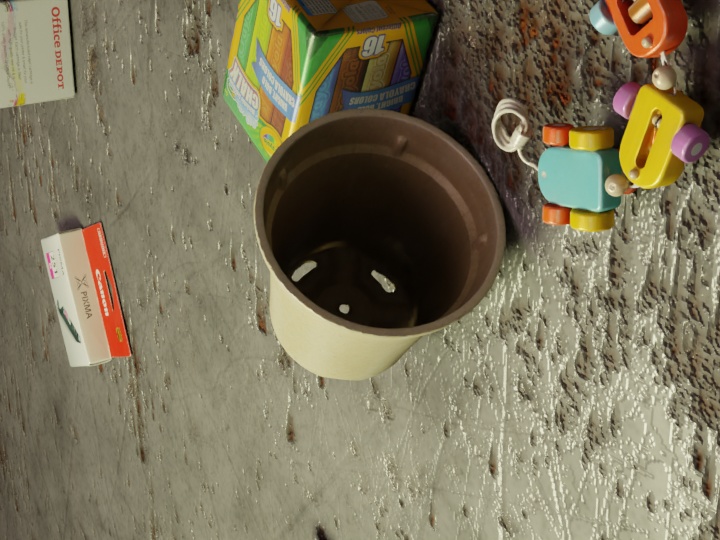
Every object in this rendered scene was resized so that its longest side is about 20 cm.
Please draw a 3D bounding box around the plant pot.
[{"bbox_3d":[0.000,0.000,1.103,0.201,0.200,0.184,64,159,20],"label":"plant pot"}]

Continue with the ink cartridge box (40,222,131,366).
[{"bbox_3d":[-0.401,0.038,1.922,0.173,0.043,0.201,-10,93,61],"label":"ink cartridge box"}]

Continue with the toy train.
[{"bbox_3d":[0.172,-0.116,0.879,0.200,0.055,0.151,-50,58,51],"label":"toy train"}]

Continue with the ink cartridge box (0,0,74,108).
[{"bbox_3d":[-0.512,-0.310,1.807,0.146,0.199,0.148,34,130,51],"label":"ink cartridge box"}]

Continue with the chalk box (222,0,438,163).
[{"bbox_3d":[-0.035,-0.164,1.135,0.125,0.123,0.201,54,143,34],"label":"chalk box"}]
